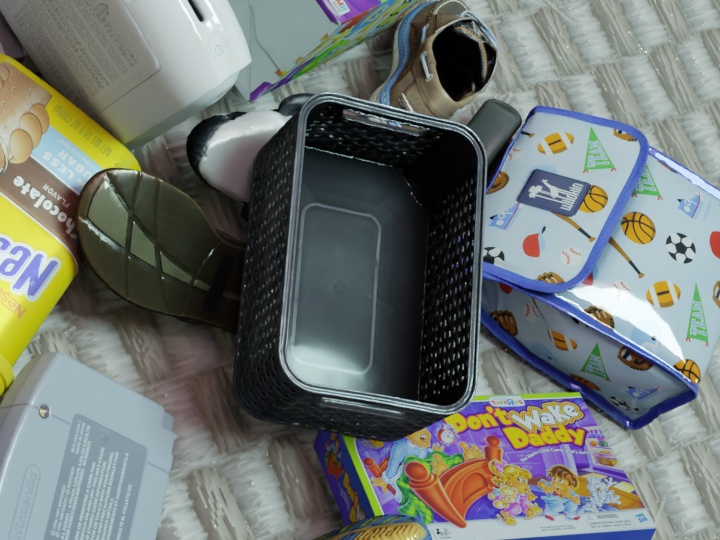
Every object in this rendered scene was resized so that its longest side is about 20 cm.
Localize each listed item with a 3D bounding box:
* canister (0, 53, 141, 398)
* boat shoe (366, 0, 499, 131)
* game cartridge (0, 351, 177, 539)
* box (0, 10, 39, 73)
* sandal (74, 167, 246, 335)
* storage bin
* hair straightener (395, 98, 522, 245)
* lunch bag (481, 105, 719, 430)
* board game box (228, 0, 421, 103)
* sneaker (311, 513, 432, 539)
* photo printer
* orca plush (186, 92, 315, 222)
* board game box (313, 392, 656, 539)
[{"bbox_3d":[-0.249,-0.026,1.030,0.148,0.087,0.200,38,58,-14],"label":"canister"},{"bbox_3d":[0.067,-0.153,1.194,0.072,0.072,0.200,47,34,-21],"label":"boat shoe"},{"bbox_3d":[-0.184,0.159,0.983,0.133,0.040,0.201,38,53,-45],"label":"game cartridge"},{"bbox_3d":[-0.311,-0.195,1.104,0.199,0.041,0.156,-18,77,-27],"label":"box"},{"bbox_3d":[-0.118,-0.009,1.078,0.200,0.055,0.082,24,88,-43],"label":"sandal"},{"bbox_3d":[0.000,0.000,1.048,0.135,0.094,0.201,11,69,-20],"label":"storage bin"},{"bbox_3d":[0.055,-0.063,1.184,0.041,0.077,0.200,38,61,14],"label":"hair straightener"},{"bbox_3d":[0.177,-0.010,1.186,0.200,0.124,0.170,33,61,-5],"label":"lunch bag"},{"bbox_3d":[-0.027,-0.215,1.151,0.105,0.103,0.200,54,37,-1],"label":"board game box"},{"bbox_3d":[-0.032,0.215,0.987,0.075,0.200,0.088,-11,77,-63],"label":"sneaker"},{"bbox_3d":[-0.156,-0.168,1.025,0.069,0.200,0.167,-38,99,-26],"label":"photo printer"},{"bbox_3d":[-0.048,-0.097,1.159,0.199,0.105,0.071,-15,41,-30],"label":"orca plush"},{"bbox_3d":[0.083,0.147,1.092,0.199,0.045,0.135,0,39,-23],"label":"board game box"}]
